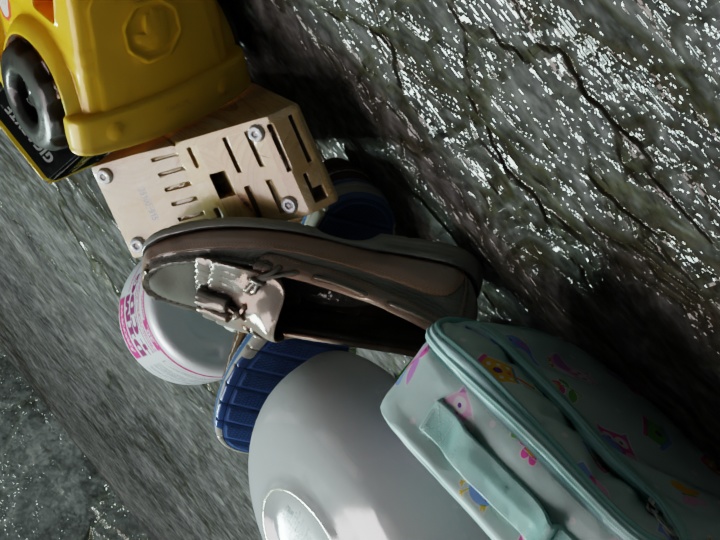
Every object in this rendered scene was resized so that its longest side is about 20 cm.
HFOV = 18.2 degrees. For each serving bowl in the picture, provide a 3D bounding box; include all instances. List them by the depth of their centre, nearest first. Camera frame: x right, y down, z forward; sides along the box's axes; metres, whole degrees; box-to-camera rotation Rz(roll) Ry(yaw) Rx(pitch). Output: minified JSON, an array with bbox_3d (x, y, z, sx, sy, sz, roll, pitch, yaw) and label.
[{"bbox_3d":[-0.006,0.149,1.279,0.200,0.066,0.200,39,141,41],"label":"serving bowl"}]

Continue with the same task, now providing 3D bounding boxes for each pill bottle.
[{"bbox_3d":[-0.123,0.029,1.714,0.113,0.113,0.200,52,165,-4],"label":"pill bottle"}]

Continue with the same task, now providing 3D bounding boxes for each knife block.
[{"bbox_3d":[-0.073,-0.079,1.380,0.200,0.176,0.064,-13,109,34],"label":"knife block"}]

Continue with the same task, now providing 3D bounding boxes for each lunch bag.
[{"bbox_3d":[0.113,0.106,1.142,0.160,0.077,0.200,15,-157,-52],"label":"lunch bag"}]

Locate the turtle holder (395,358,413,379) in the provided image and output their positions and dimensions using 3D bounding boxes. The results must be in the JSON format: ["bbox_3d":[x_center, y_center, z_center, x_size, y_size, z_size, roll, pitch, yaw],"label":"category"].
[{"bbox_3d":[0.050,0.112,1.399,0.132,0.186,0.141,45,-154,8],"label":"turtle holder"}]

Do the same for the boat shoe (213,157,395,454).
[{"bbox_3d":[-0.036,0.022,1.386,0.072,0.200,0.072,18,-154,-24],"label":"boat shoe"}]

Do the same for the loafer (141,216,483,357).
[{"bbox_3d":[-0.032,0.014,1.287,0.200,0.063,0.072,4,144,6],"label":"loafer"}]

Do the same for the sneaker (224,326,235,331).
[{"bbox_3d":[-0.087,0.004,1.482,0.200,0.081,0.077,57,155,27],"label":"sneaker"}]

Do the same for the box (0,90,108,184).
[{"bbox_3d":[-0.244,-0.162,1.611,0.200,0.049,0.160,51,-165,-1],"label":"box"}]

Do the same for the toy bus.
[{"bbox_3d":[-0.174,-0.190,1.343,0.200,0.136,0.192,38,147,46],"label":"toy bus"}]
